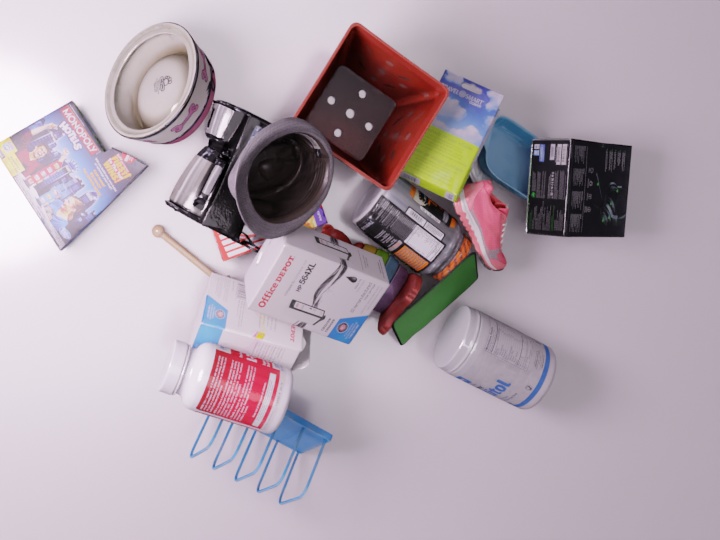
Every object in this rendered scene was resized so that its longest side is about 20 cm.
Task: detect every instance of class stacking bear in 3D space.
[{"bbox_3d":[0.000,0.000,1.584,0.199,0.114,0.122,35,117,-5],"label":"stacking bear"}]

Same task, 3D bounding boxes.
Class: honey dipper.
[{"bbox_3d":[-0.287,-0.011,1.557,0.200,0.038,0.038,39,88,-10],"label":"honey dipper"}]

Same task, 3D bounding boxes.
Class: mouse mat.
[{"bbox_3d":[0.138,0.054,1.605,0.200,0.161,0.008,-40,70,-5],"label":"mouse mat"}]

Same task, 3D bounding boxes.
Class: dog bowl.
[{"bbox_3d":[-0.322,-0.297,1.444,0.074,0.199,0.201,26,91,-56],"label":"dog bowl"}]

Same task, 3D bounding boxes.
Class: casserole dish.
[{"bbox_3d":[0.285,-0.201,1.626,0.199,0.039,0.122,26,71,-33],"label":"casserole dish"}]

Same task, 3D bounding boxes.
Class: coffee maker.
[{"bbox_3d":[-0.202,-0.157,1.475,0.191,0.134,0.201,28,90,-38],"label":"coffee maker"}]

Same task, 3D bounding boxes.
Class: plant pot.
[{"bbox_3d":[0.000,-0.273,1.515,0.199,0.176,0.201,33,88,-14],"label":"plant pot"}]

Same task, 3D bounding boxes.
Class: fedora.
[{"bbox_3d":[-0.138,-0.151,1.380,0.200,0.090,0.178,-42,128,-25],"label":"fedora"}]

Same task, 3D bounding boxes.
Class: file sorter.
[{"bbox_3d":[-0.179,0.307,1.542,0.199,0.139,0.123,32,58,-14],"label":"file sorter"}]

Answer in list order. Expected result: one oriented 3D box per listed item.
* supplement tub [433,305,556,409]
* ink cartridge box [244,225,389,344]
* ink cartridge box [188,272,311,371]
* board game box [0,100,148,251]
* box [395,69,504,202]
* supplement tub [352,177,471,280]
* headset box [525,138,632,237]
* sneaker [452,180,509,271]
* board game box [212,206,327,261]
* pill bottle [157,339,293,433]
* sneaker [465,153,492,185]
[{"bbox_3d":[0.252,0.164,1.647,0.199,0.132,0.133,26,91,-13],"label":"supplement tub"},{"bbox_3d":[-0.076,0.020,1.468,0.199,0.085,0.146,20,120,-24],"label":"ink cartridge box"},{"bbox_3d":[-0.187,0.115,1.522,0.199,0.129,0.126,18,128,-14],"label":"ink cartridge box"},{"bbox_3d":[-0.469,-0.171,1.481,0.199,0.062,0.201,-31,102,-8],"label":"board game box"},{"bbox_3d":[0.155,-0.234,1.533,0.121,0.048,0.201,26,78,6],"label":"box"},{"bbox_3d":[0.095,-0.076,1.587,0.199,0.123,0.123,36,88,-15],"label":"supplement tub"},{"bbox_3d":[0.410,-0.151,1.632,0.199,0.092,0.176,-3,98,-38],"label":"headset box"},{"bbox_3d":[0.235,-0.079,1.585,0.086,0.074,0.201,-23,126,15],"label":"sneaker"},{"bbox_3d":[-0.176,-0.122,1.559,0.199,0.046,0.153,-21,99,-9],"label":"board game box"},{"bbox_3d":[-0.218,0.183,1.422,0.199,0.112,0.113,21,92,-16],"label":"pill bottle"},{"bbox_3d":[0.220,-0.178,1.631,0.080,0.070,0.202,-30,108,-25],"label":"sneaker"}]
